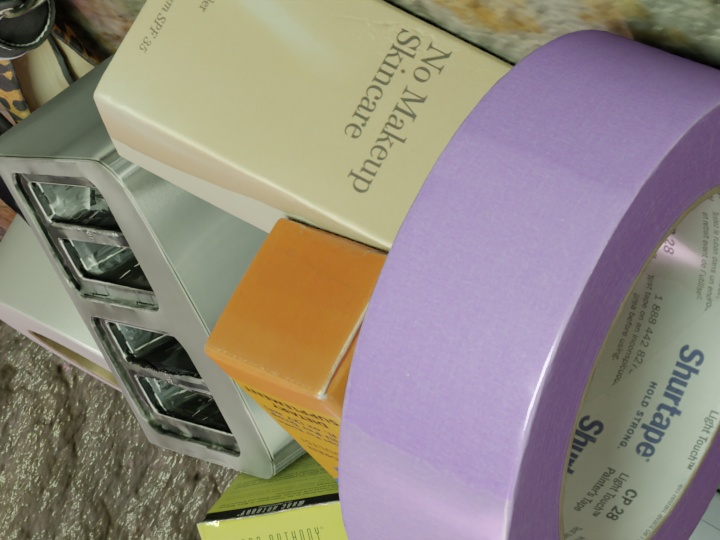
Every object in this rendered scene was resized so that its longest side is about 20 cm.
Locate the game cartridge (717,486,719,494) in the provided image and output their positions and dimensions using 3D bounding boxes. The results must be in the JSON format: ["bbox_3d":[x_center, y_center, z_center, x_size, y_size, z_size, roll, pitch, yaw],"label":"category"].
[{"bbox_3d":[0.189,0.103,0.951,0.199,0.041,0.133,33,173,-18],"label":"game cartridge"}]

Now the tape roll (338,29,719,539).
[{"bbox_3d":[0.076,0.026,0.665,0.065,0.201,0.200,23,168,28],"label":"tape roll"}]

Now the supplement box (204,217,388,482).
[{"bbox_3d":[0.017,0.060,0.827,0.066,0.069,0.200,19,163,35],"label":"supplement box"}]

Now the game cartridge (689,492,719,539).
[{"bbox_3d":[0.138,0.117,0.969,0.199,0.041,0.133,30,167,3],"label":"game cartridge"}]

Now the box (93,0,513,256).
[{"bbox_3d":[0.004,-0.051,0.801,0.199,0.095,0.078,26,168,8],"label":"box"}]

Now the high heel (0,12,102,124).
[{"bbox_3d":[-0.147,-0.081,1.102,0.200,0.072,0.143,42,173,-12],"label":"high heel"}]

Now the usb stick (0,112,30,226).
[{"bbox_3d":[-0.158,-0.025,1.095,0.200,0.033,0.056,44,160,7],"label":"usb stick"}]

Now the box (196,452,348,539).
[{"bbox_3d":[-0.010,0.101,0.970,0.075,0.051,0.200,-12,-167,17],"label":"box"}]

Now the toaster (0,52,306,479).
[{"bbox_3d":[-0.066,-0.009,0.957,0.199,0.118,0.182,8,130,57],"label":"toaster"}]

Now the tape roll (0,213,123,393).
[{"bbox_3d":[-0.150,0.008,1.385,0.202,0.140,0.203,29,170,6],"label":"tape roll"}]

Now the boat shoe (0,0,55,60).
[{"bbox_3d":[-0.171,-0.147,0.906,0.066,0.070,0.200,27,162,19],"label":"boat shoe"}]
